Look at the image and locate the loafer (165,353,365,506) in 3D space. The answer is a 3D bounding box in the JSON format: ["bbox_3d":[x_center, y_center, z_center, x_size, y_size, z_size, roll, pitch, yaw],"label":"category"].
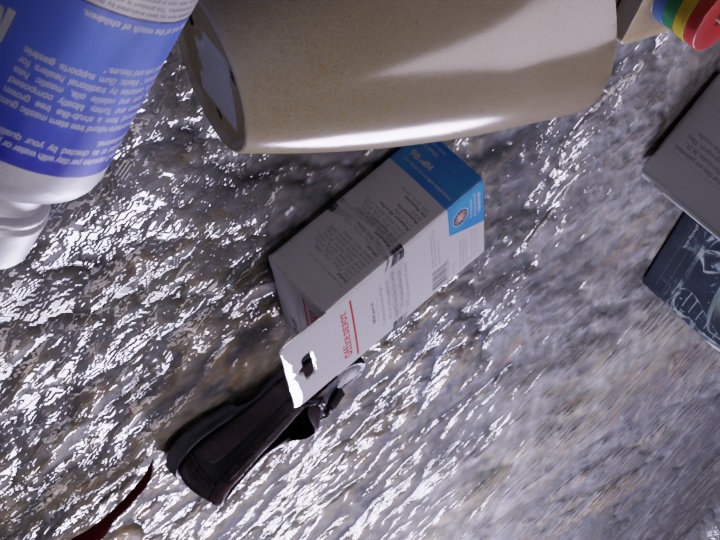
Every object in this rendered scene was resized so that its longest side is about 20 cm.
[{"bbox_3d":[-0.065,0.127,1.312,0.199,0.063,0.072,-30,153,-33],"label":"loafer"}]

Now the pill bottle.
[{"bbox_3d":[-0.149,-0.102,0.731,0.112,0.112,0.201,-7,136,-56],"label":"pill bottle"}]

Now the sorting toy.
[{"bbox_3d":[0.322,-0.271,1.318,0.199,0.070,0.199,-22,147,-45],"label":"sorting toy"}]

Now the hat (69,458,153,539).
[{"bbox_3d":[-0.272,0.251,1.220,0.199,0.177,0.166,10,133,-18],"label":"hat"}]

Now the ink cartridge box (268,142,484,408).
[{"bbox_3d":[0.000,0.000,1.210,0.200,0.068,0.116,-40,156,-15],"label":"ink cartridge box"}]

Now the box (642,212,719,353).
[{"bbox_3d":[0.462,-0.009,1.825,0.124,0.197,0.201,-22,147,-44],"label":"box"}]

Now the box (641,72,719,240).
[{"bbox_3d":[0.418,-0.076,1.635,0.131,0.200,0.199,-51,157,11],"label":"box"}]

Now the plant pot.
[{"bbox_3d":[0.007,-0.141,0.881,0.199,0.188,0.188,-23,151,-18],"label":"plant pot"}]
